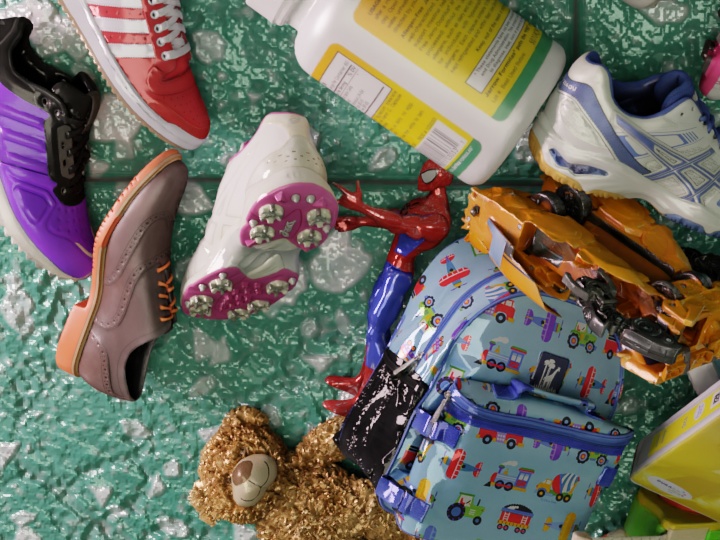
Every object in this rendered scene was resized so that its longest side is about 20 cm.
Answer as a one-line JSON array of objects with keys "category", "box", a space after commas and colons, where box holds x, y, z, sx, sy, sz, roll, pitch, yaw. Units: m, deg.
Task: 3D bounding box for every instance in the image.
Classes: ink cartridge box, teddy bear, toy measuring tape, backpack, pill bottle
[{"category": "ink cartridge box", "box": [0.310, 0.129, 1.102, 0.197, 0.047, 0.200, 26, 149, -7]}, {"category": "teddy bear", "box": [-0.030, 0.182, 1.272, 0.145, 0.067, 0.200, -43, 99, 16]}, {"category": "toy measuring tape", "box": [0.199, 0.183, 1.201, 0.073, 0.199, 0.074, -6, 82, 48]}, {"category": "backpack", "box": [0.104, 0.083, 1.172, 0.182, 0.135, 0.201, 20, 103, -25]}, {"category": "pill bottle", "box": [0.027, -0.156, 1.127, 0.200, 0.113, 0.113, 34, 110, -4]}]

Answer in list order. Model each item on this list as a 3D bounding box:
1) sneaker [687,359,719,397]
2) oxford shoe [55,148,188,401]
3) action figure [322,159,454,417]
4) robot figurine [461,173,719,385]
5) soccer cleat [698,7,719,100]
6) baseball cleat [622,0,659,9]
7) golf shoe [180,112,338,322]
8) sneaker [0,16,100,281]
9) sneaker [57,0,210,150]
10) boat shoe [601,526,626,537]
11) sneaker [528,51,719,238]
[{"category": "sneaker", "box": [0.291, 0.088, 1.195, 0.082, 0.074, 0.200, -30, 113, 16]}, {"category": "oxford shoe", "box": [-0.154, 0.005, 1.223, 0.072, 0.071, 0.201, 32, 121, 14]}, {"category": "action figure", "box": [0.000, 0.000, 1.206, 0.099, 0.065, 0.201, 22, 110, -9]}, {"category": "robot figurine", "box": [0.167, 0.002, 1.099, 0.200, 0.145, 0.058, 42, 132, 34]}, {"category": "soccer cleat", "box": [0.296, -0.188, 1.100, 0.086, 0.070, 0.201, 28, 109, -1]}, {"category": "baseball cleat", "box": [0.214, -0.248, 1.066, 0.106, 0.070, 0.200, 37, 127, -15]}, {"category": "golf shoe", "box": [-0.074, -0.034, 1.194, 0.075, 0.092, 0.200, 8, 147, -27]}, {"category": "sneaker", "box": [-0.223, -0.090, 1.207, 0.099, 0.070, 0.201, -25, 104, 13]}, {"category": "sneaker", "box": [-0.138, -0.188, 1.161, 0.112, 0.071, 0.200, -31, 100, 20]}, {"category": "boat shoe", "box": [0.234, 0.280, 1.268, 0.063, 0.071, 0.200, -40, 95, 15]}, {"category": "sneaker", "box": [0.214, -0.083, 1.117, 0.199, 0.075, 0.088, 13, 120, -21]}]
